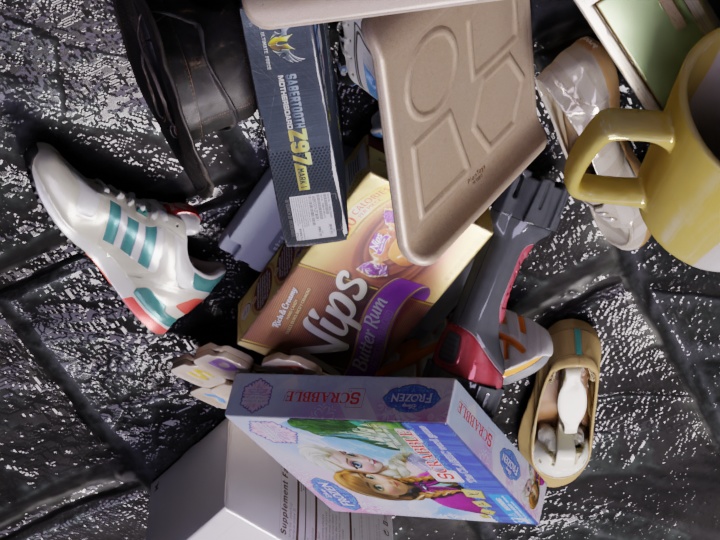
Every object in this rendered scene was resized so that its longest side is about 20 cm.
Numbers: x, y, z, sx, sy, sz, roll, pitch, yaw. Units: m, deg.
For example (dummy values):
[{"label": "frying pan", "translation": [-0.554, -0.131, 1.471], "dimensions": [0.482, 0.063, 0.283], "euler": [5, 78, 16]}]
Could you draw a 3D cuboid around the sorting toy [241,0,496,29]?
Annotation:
[{"label": "sorting toy", "translation": [0.009, -0.256, 1.103], "dimensions": [0.185, 0.200, 0.036], "euler": [-7, 152, 3]}]

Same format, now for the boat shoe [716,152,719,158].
[{"label": "boat shoe", "translation": [0.308, -0.099, 1.319], "dimensions": [0.200, 0.063, 0.071], "euler": [-37, 119, 22]}]

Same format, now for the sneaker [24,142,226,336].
[{"label": "sneaker", "translation": [-0.183, -0.042, 1.349], "dimensions": [0.093, 0.070, 0.200], "euler": [-35, 121, 1]}]

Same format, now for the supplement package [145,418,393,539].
[{"label": "supplement package", "translation": [-0.081, 0.248, 1.535], "dimensions": [0.200, 0.120, 0.121], "euler": [34, 120, -25]}]

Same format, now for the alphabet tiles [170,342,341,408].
[{"label": "alphabet tiles", "translation": [-0.058, 0.113, 1.431], "dimensions": [0.200, 0.015, 0.196], "euler": [27, 155, -22]}]

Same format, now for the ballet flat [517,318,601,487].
[{"label": "ballet flat", "translation": [0.175, 0.133, 1.493], "dimensions": [0.068, 0.063, 0.200], "euler": [-2, 128, 0]}]

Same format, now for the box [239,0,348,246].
[{"label": "box", "translation": [-0.045, -0.142, 1.208], "dimensions": [0.051, 0.158, 0.200], "euler": [-7, 127, 2]}]

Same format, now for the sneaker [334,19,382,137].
[{"label": "sneaker", "translation": [0.005, -0.178, 1.238], "dimensions": [0.072, 0.072, 0.200], "euler": [-20, 125, 8]}]

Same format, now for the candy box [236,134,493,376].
[{"label": "candy box", "translation": [0.000, 0.000, 1.343], "dimensions": [0.117, 0.057, 0.200], "euler": [26, 121, -21]}]

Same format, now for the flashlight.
[{"label": "flashlight", "translation": [0.110, 0.018, 1.353], "dimensions": [0.068, 0.068, 0.200], "euler": [22, 95, -2]}]

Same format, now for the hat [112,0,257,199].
[{"label": "hat", "translation": [-0.116, -0.155, 1.188], "dimensions": [0.081, 0.201, 0.201], "euler": [-24, 128, -8]}]

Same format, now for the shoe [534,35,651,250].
[{"label": "shoe", "translation": [0.178, -0.088, 1.306], "dimensions": [0.053, 0.070, 0.200], "euler": [-36, 131, -17]}]

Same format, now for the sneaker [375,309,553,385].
[{"label": "sneaker", "translation": [0.074, 0.093, 1.455], "dimensions": [0.200, 0.078, 0.077], "euler": [-18, 133, 21]}]

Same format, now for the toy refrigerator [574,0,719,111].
[{"label": "toy refrigerator", "translation": [0.197, -0.205, 1.226], "dimensions": [0.076, 0.070, 0.200], "euler": [-28, 124, 18]}]

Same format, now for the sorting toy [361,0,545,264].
[{"label": "sorting toy", "translation": [0.067, -0.133, 1.219], "dimensions": [0.036, 0.185, 0.200], "euler": [16, 135, 34]}]

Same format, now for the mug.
[{"label": "mug", "translation": [0.255, -0.084, 1.218], "dimensions": [0.186, 0.150, 0.153], "euler": [30, 150, 2]}]

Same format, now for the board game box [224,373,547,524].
[{"label": "board game box", "translation": [0.023, 0.146, 1.380], "dimensions": [0.199, 0.041, 0.200], "euler": [-1, 150, 30]}]

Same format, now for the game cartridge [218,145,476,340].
[{"label": "game cartridge", "translation": [0.003, -0.028, 1.378], "dimensions": [0.200, 0.041, 0.133], "euler": [26, 126, -21]}]
